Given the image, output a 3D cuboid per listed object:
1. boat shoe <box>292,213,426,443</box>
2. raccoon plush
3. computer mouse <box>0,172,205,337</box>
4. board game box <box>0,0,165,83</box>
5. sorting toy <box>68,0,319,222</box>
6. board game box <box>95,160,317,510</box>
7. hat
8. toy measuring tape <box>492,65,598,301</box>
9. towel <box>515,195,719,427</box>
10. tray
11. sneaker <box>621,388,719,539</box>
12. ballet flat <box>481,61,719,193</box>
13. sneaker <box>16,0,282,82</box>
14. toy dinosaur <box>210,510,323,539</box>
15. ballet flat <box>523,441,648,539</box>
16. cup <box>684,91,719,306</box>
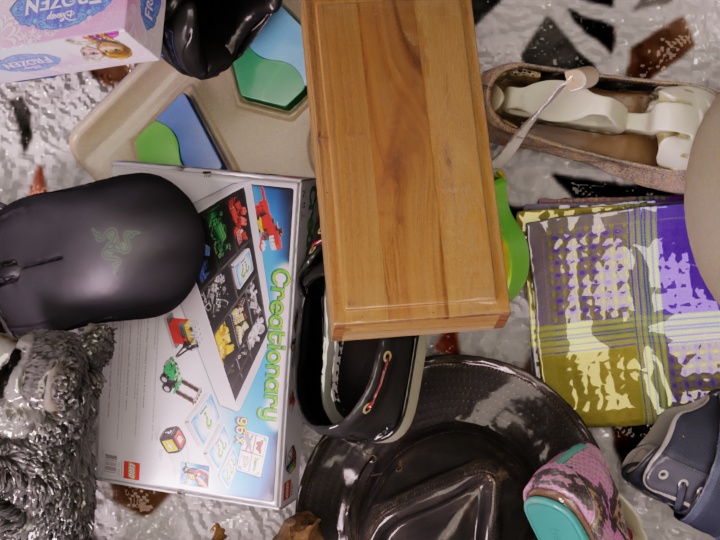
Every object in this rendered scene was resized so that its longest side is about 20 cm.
[{"bbox_3d":[0.002,0.000,0.957,0.074,0.063,0.202,0,82,35],"label":"boat shoe"},{"bbox_3d":[-0.161,0.115,0.973,0.134,0.097,0.200,-33,123,25],"label":"raccoon plush"},{"bbox_3d":[-0.183,0.002,0.983,0.200,0.053,0.139,-17,85,31],"label":"computer mouse"},{"bbox_3d":[-0.204,-0.210,0.980,0.200,0.041,0.200,-6,69,24],"label":"board game box"},{"bbox_3d":[-0.056,-0.074,1.025,0.185,0.036,0.200,-45,86,2],"label":"sorting toy"},{"bbox_3d":[-0.095,0.037,0.998,0.126,0.035,0.200,7,98,18],"label":"board game box"},{"bbox_3d":[0.050,0.150,0.979,0.200,0.081,0.201,0,93,8],"label":"hat"},{"bbox_3d":[0.089,-0.031,0.975,0.074,0.074,0.200,44,120,4],"label":"toy measuring tape"},{"bbox_3d":[0.198,0.024,1.009,0.200,0.023,0.144,-2,87,5],"label":"towel"},{"bbox_3d":[0.024,-0.064,0.932,0.099,0.037,0.200,-4,71,-5],"label":"tray"},{"bbox_3d":[0.217,0.170,0.969,0.146,0.077,0.203,15,85,-4],"label":"sneaker"},{"bbox_3d":[0.162,-0.088,0.992,0.200,0.067,0.068,7,82,4],"label":"ballet flat"},{"bbox_3d":[-0.137,-0.152,0.991,0.200,0.077,0.111,-28,52,4],"label":"sneaker"},{"bbox_3d":[-0.099,0.212,0.957,0.106,0.060,0.200,21,69,34],"label":"toy dinosaur"},{"bbox_3d":[0.151,0.188,0.971,0.071,0.069,0.200,-38,120,-34],"label":"ballet flat"},{"bbox_3d":[0.302,-0.041,0.917,0.200,0.143,0.200,0,92,-12],"label":"cup"}]
